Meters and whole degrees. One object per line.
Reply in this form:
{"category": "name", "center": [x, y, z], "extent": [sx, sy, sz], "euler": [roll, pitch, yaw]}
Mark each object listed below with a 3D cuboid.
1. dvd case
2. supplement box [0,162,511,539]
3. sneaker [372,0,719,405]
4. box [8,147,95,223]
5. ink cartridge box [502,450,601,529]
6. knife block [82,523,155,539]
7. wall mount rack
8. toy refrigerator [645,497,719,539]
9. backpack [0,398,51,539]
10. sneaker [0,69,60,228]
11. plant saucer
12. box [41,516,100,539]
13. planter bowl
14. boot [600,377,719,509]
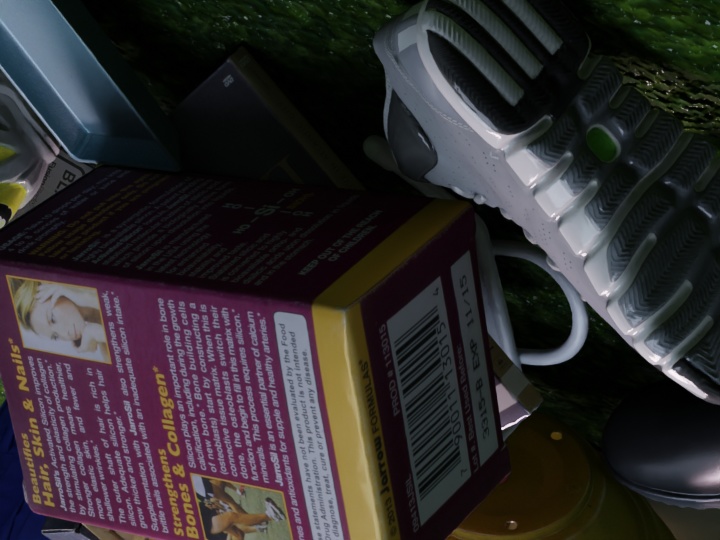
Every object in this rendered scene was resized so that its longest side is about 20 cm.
{"category": "dvd case", "center": [-0.027, 0.012, 1.017], "extent": [0.200, 0.016, 0.149], "euler": [49, 139, -5]}
{"category": "supplement box", "center": [-0.050, 0.040, 0.959], "extent": [0.199, 0.103, 0.132], "euler": [8, 121, 32]}
{"category": "sneaker", "center": [0.078, -0.031, 0.874], "extent": [0.200, 0.075, 0.115], "euler": [51, 160, -14]}
{"category": "box", "center": [-0.215, 0.001, 1.203], "extent": [0.060, 0.117, 0.200], "euler": [30, 160, -15]}
{"category": "ink cartridge box", "center": [0.106, 0.170, 1.329], "extent": [0.146, 0.083, 0.200], "euler": [28, 158, -16]}
{"category": "knife block", "center": [-0.047, 0.118, 1.117], "extent": [0.175, 0.064, 0.200], "euler": [15, -170, -41]}
{"category": "wall mount rack", "center": [0.000, 0.000, 1.048], "extent": [0.199, 0.075, 0.175], "euler": [4, 122, 38]}
{"category": "toy refrigerator", "center": [0.238, 0.158, 1.185], "extent": [0.199, 0.070, 0.076], "euler": [17, 159, 13]}
{"category": "backpack", "center": [-0.148, 0.137, 1.350], "extent": [0.162, 0.201, 0.168], "euler": [33, 148, -15]}
{"category": "sneaker", "center": [-0.241, -0.073, 1.098], "extent": [0.199, 0.077, 0.075], "euler": [14, 160, 24]}
{"category": "plant saucer", "center": [-0.144, -0.114, 0.944], "extent": [0.070, 0.019, 0.200], "euler": [8, 147, 39]}
{"category": "box", "center": [-0.058, 0.118, 1.265], "extent": [0.199, 0.159, 0.051], "euler": [33, 157, -25]}
{"category": "planter bowl", "center": [0.065, 0.125, 1.100], "extent": [0.199, 0.201, 0.084], "euler": [15, 131, 19]}
{"category": "boot", "center": [0.155, 0.042, 0.979], "extent": [0.164, 0.066, 0.200], "euler": [-3, 156, 25]}
